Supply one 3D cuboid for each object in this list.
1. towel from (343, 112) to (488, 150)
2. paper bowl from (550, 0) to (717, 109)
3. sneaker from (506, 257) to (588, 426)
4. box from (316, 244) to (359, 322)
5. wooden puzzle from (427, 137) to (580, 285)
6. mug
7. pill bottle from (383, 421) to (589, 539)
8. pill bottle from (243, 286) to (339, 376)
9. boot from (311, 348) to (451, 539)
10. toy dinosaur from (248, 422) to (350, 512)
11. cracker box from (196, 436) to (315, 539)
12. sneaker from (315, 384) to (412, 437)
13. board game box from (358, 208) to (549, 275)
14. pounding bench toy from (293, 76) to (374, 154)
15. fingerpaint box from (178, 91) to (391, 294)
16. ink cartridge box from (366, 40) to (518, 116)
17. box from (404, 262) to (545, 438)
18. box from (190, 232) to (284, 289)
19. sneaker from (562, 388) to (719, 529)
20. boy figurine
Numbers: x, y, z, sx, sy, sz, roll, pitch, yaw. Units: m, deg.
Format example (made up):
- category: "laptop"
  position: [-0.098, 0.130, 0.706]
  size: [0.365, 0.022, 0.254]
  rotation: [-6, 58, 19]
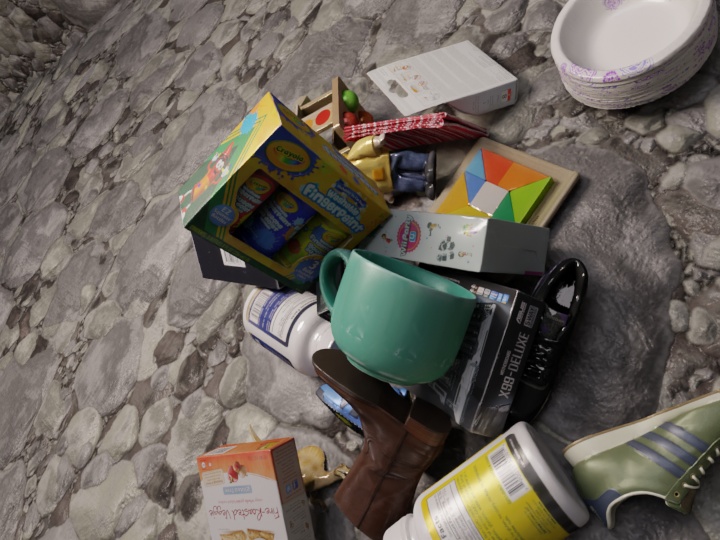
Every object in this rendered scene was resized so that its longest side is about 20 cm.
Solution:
- category: "towel"
  position: [0.086, -0.216, 0.941]
  size: [0.196, 0.143, 0.023]
  rotation: [3, 93, 39]
- category: "paper bowl"
  position: [0.366, -0.306, 0.793]
  size: [0.197, 0.104, 0.205]
  rotation: [-19, 53, 27]
- category: "sneaker"
  position: [0.204, 0.077, 0.678]
  size: [0.074, 0.088, 0.204]
  rotation: [22, 77, 15]
- category: "box"
  position: [0.000, 0.000, 0.849]
  size: [0.045, 0.158, 0.204]
  rotation: [-25, 50, 28]
- category: "wooden puzzle"
  position: [0.186, -0.097, 0.851]
  size: [0.199, 0.037, 0.187]
  rotation: [33, 86, 45]
- category: "mug"
  position: [0.036, 0.053, 0.675]
  size: [0.185, 0.149, 0.117]
  rotation: [36, 109, 66]
- category: "pill bottle"
  position: [0.126, 0.263, 0.620]
  size: [0.199, 0.114, 0.115]
  rotation: [-40, 46, 11]
- category: "pill bottle"
  position: [-0.083, 0.091, 0.894]
  size: [0.198, 0.111, 0.113]
  rotation: [24, 79, 44]
- category: "boot"
  position: [-0.004, 0.214, 0.702]
  size: [0.184, 0.064, 0.203]
  rotation: [30, 121, 17]
- category: "toy dinosaur"
  position: [-0.095, 0.290, 0.833]
  size: [0.196, 0.059, 0.102]
  rotation: [8, 53, 33]
- category: "cracker box"
  position: [-0.129, 0.327, 0.757]
  size: [0.131, 0.057, 0.205]
  rotation: [-15, 86, 30]
- category: "sneaker"
  position: [0.024, 0.186, 0.789]
  size: [0.197, 0.066, 0.079]
  rotation: [18, 66, 42]
- category: "board game box"
  position: [0.117, -0.038, 0.757]
  size: [0.197, 0.145, 0.066]
  rotation: [12, 95, 46]
- category: "pounding bench toy"
  position: [-0.056, -0.273, 1.088]
  size: [0.153, 0.124, 0.204]
  rotation: [-22, 52, 25]
- category: "fingerpaint box"
  position: [-0.087, -0.081, 0.713]
  size: [0.166, 0.199, 0.074]
  rotation: [-40, 45, 17]
- category: "ink cartridge box"
  position: [0.129, -0.295, 0.953]
  size: [0.196, 0.051, 0.163]
  rotation: [-22, 47, -10]
- category: "box"
  position: [0.116, 0.087, 0.721]
  size: [0.199, 0.049, 0.161]
  rotation: [21, 92, 61]
- category: "box"
  position: [-0.149, -0.060, 0.981]
  size: [0.197, 0.107, 0.181]
  rotation: [5, 24, 39]
- category: "sneaker"
  position: [0.304, 0.185, 0.570]
  size: [0.197, 0.067, 0.092]
  rotation: [-28, 57, 21]
- category: "boy figurine"
  position: [0.023, -0.160, 0.931]
  size: [0.194, 0.126, 0.065]
  rotation: [5, 47, 8]
